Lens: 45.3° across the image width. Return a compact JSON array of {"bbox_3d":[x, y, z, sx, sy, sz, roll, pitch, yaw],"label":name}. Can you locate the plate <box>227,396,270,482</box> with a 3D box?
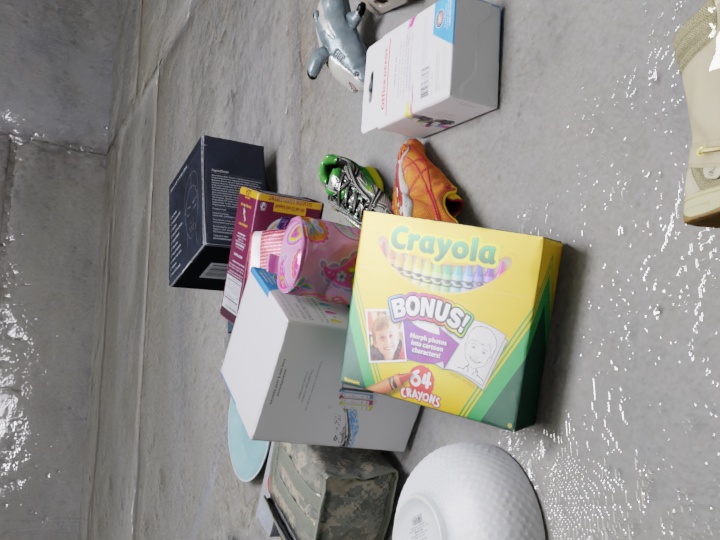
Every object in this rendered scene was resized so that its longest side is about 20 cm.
[{"bbox_3d":[-0.175,0.244,1.423,0.199,0.025,0.205,-24,63,58],"label":"plate"}]

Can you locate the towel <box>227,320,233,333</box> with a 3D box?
[{"bbox_3d":[-0.204,0.004,1.546,0.146,0.021,0.205,-20,67,60],"label":"towel"}]

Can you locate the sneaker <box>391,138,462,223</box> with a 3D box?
[{"bbox_3d":[0.075,-0.083,0.984,0.202,0.075,0.074,-93,6,-50],"label":"sneaker"}]

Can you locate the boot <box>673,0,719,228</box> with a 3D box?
[{"bbox_3d":[0.286,-0.123,0.561,0.199,0.071,0.159,155,116,-65],"label":"boot"}]

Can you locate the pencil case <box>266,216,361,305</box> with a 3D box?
[{"bbox_3d":[0.000,0.000,0.951,0.087,0.196,0.089,-34,51,55],"label":"pencil case"}]

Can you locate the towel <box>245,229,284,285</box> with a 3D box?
[{"bbox_3d":[-0.077,0.015,1.180,0.196,0.023,0.148,1,82,29],"label":"towel"}]

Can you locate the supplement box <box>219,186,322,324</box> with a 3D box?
[{"bbox_3d":[-0.138,-0.016,1.322,0.085,0.108,0.205,21,103,61],"label":"supplement box"}]

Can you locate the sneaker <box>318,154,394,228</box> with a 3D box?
[{"bbox_3d":[-0.003,-0.082,1.093,0.079,0.084,0.200,-59,34,16],"label":"sneaker"}]

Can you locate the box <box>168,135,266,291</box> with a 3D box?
[{"bbox_3d":[-0.251,-0.093,1.503,0.200,0.122,0.201,-37,54,54],"label":"box"}]

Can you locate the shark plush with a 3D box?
[{"bbox_3d":[-0.015,-0.349,1.203,0.082,0.090,0.205,0,88,46],"label":"shark plush"}]

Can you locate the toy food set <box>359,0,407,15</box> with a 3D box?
[{"bbox_3d":[0.052,-0.449,1.133,0.143,0.059,0.205,-148,69,-73],"label":"toy food set"}]

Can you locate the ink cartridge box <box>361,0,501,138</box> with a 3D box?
[{"bbox_3d":[0.077,-0.226,1.001,0.199,0.067,0.118,-8,76,62],"label":"ink cartridge box"}]

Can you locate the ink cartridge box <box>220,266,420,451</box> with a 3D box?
[{"bbox_3d":[-0.036,0.102,0.998,0.147,0.196,0.147,45,120,57],"label":"ink cartridge box"}]

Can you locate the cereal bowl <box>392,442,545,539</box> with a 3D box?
[{"bbox_3d":[0.088,0.269,0.841,0.199,0.082,0.205,-23,64,60],"label":"cereal bowl"}]

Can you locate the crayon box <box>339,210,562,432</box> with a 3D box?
[{"bbox_3d":[0.083,0.042,0.837,0.197,0.058,0.177,10,95,33],"label":"crayon box"}]

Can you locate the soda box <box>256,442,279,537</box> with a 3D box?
[{"bbox_3d":[-0.087,0.263,1.197,0.063,0.067,0.204,31,111,59],"label":"soda box"}]

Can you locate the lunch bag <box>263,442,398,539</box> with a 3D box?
[{"bbox_3d":[-0.047,0.295,1.065,0.164,0.115,0.204,-139,55,-58],"label":"lunch bag"}]
